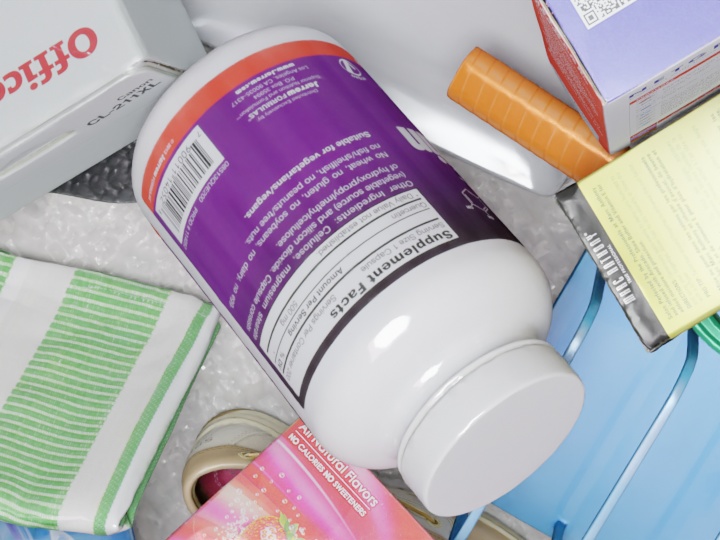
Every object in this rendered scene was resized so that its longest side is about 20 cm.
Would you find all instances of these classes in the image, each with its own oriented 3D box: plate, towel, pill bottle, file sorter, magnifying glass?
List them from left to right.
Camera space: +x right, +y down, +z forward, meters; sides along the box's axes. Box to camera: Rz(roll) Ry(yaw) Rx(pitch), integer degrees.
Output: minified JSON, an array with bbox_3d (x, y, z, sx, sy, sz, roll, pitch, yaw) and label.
[{"bbox_3d":[-0.178,0.042,0.875,0.199,0.153,0.023,16,135,6],"label":"towel"},{"bbox_3d":[0.000,0.000,0.776,0.113,0.112,0.200,-50,60,17],"label":"pill bottle"},{"bbox_3d":[0.021,-0.135,0.805,0.199,0.032,0.200,25,146,4],"label":"plate"},{"bbox_3d":[0.124,-0.029,0.792,0.200,0.022,0.080,33,117,9],"label":"magnifying glass"},{"bbox_3d":[0.153,0.100,0.837,0.199,0.123,0.139,30,106,3],"label":"file sorter"}]

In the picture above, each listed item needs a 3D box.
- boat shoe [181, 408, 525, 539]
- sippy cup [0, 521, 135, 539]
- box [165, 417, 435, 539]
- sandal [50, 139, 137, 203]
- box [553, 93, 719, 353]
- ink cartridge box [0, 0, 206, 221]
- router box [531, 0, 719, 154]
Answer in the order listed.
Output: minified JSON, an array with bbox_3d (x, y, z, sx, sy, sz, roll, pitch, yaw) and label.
[{"bbox_3d":[0.004,0.135,0.899,0.199,0.069,0.074,24,107,4],"label":"boat shoe"},{"bbox_3d":[-0.175,0.143,0.894,0.130,0.140,0.179,-7,96,-22],"label":"sippy cup"},{"bbox_3d":[0.012,0.167,0.807,0.103,0.095,0.200,-41,80,-9],"label":"box"},{"bbox_3d":[-0.144,-0.068,0.894,0.200,0.048,0.076,-4,100,25],"label":"sandal"},{"bbox_3d":[0.177,-0.051,0.728,0.200,0.050,0.075,-34,85,21],"label":"box"},{"bbox_3d":[-0.172,-0.133,0.829,0.145,0.083,0.201,-29,78,15],"label":"ink cartridge box"},{"bbox_3d":[0.157,-0.117,0.654,0.200,0.179,0.049,-31,85,6],"label":"router box"}]
